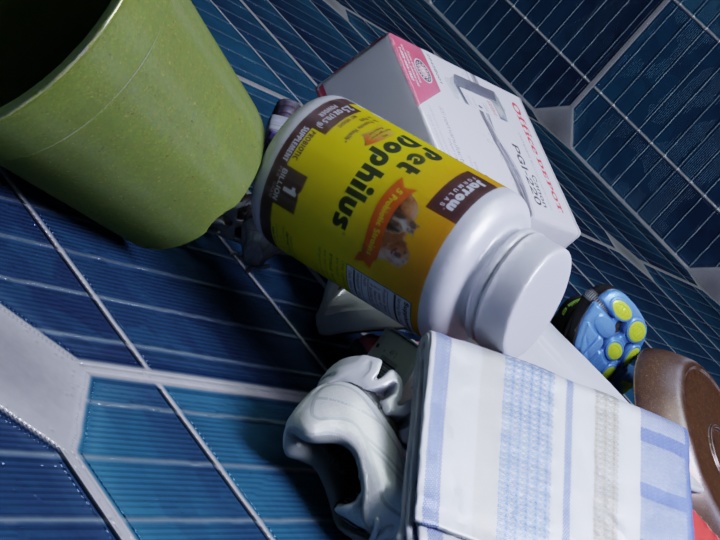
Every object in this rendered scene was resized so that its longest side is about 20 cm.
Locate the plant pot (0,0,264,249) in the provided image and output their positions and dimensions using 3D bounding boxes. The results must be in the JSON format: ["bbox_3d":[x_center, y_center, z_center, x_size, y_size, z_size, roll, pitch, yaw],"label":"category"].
[{"bbox_3d":[-0.158,-0.111,0.979,0.190,0.199,0.201,47,7,-44],"label":"plant pot"}]

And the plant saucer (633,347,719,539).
[{"bbox_3d":[0.275,0.152,1.252,0.200,0.034,0.202,42,35,-40],"label":"plant saucer"}]

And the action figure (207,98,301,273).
[{"bbox_3d":[-0.057,-0.049,1.168,0.129,0.070,0.201,24,31,-1],"label":"action figure"}]

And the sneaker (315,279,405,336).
[{"bbox_3d":[0.000,0.000,1.200,0.200,0.072,0.086,-88,173,-82],"label":"sneaker"}]

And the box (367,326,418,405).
[{"bbox_3d":[0.080,0.126,1.062,0.199,0.083,0.068,34,-1,-26],"label":"box"}]

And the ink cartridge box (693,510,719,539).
[{"bbox_3d":[0.215,0.239,1.003,0.160,0.050,0.201,-24,60,-25],"label":"ink cartridge box"}]

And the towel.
[{"bbox_3d":[0.114,0.127,0.940,0.198,0.024,0.148,21,53,-19],"label":"towel"}]

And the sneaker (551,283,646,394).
[{"bbox_3d":[0.187,0.056,1.297,0.083,0.070,0.200,57,-4,19],"label":"sneaker"}]

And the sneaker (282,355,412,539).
[{"bbox_3d":[0.029,0.149,0.934,0.200,0.075,0.081,50,39,5],"label":"sneaker"}]

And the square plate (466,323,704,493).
[{"bbox_3d":[0.138,0.083,1.110,0.198,0.028,0.199,49,14,30],"label":"square plate"}]

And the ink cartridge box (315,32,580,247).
[{"bbox_3d":[0.073,-0.084,1.254,0.199,0.084,0.147,18,45,-53],"label":"ink cartridge box"}]

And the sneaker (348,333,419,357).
[{"bbox_3d":[0.069,0.075,1.193,0.199,0.087,0.074,28,19,-45],"label":"sneaker"}]

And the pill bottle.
[{"bbox_3d":[0.033,-0.025,1.018,0.199,0.110,0.109,31,9,25],"label":"pill bottle"}]
